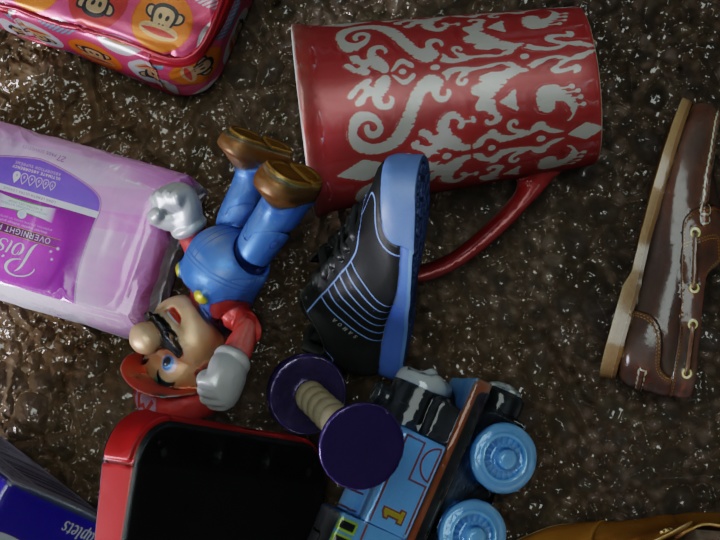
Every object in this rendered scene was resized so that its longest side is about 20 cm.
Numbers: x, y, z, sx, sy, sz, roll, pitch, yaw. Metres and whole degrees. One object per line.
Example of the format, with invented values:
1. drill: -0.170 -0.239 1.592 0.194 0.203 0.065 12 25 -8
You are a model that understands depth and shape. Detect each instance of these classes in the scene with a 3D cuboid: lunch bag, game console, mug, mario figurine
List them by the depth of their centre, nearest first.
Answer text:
1. game console: -0.095 0.186 0.907 0.031 0.199 0.179 1 80 36
2. mario figurine: -0.105 0.011 0.922 0.105 0.124 0.201 23 106 -6
3. mug: 0.060 -0.098 0.993 0.198 0.179 0.134 -8 38 0
4. lunch bag: -0.170 -0.239 1.054 0.198 0.082 0.178 19 78 8

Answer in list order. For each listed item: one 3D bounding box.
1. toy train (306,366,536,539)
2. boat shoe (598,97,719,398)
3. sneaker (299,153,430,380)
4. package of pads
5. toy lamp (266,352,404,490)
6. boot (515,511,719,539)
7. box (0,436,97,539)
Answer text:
1. toy train: 0.035 0.156 0.935 0.114 0.087 0.201 26 82 -10
2. boat shoe: 0.220 -0.014 0.970 0.070 0.070 0.202 14 89 16
3. sneaker: 0.000 0.000 0.933 0.077 0.201 0.070 11 47 5
4. package of pads: -0.220 -0.031 1.016 0.198 0.076 0.122 16 80 9
5. toy lamp: -0.023 0.091 0.912 0.058 0.200 0.059 -2 98 -12
6. boot: 0.157 0.188 0.898 0.199 0.144 0.071 -13 77 4
7. box: -0.278 0.207 0.919 0.183 0.105 0.201 21 80 47
